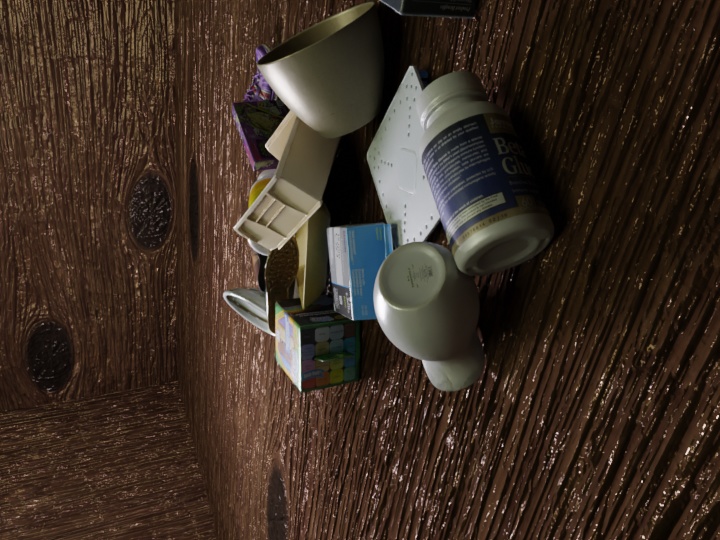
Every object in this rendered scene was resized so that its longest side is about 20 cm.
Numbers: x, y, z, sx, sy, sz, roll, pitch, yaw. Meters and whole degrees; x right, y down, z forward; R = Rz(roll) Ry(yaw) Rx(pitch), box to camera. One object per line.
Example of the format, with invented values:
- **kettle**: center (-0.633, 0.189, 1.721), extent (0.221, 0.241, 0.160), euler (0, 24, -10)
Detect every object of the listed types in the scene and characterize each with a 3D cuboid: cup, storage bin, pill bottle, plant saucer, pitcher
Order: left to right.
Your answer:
- **plant saucer**: center (-0.229, 0.091, 1.591), extent (0.051, 0.198, 0.199), euler (-59, 15, -19)
- **pill bottle**: center (-0.190, -0.132, 1.451), extent (0.203, 0.101, 0.106), euler (-98, 17, -49)
- **storage bin**: center (-0.125, -0.169, 1.186), extent (0.198, 0.092, 0.205), euler (-37, 32, 50)
- **plant saucer**: center (-0.092, -0.058, 1.296), extent (0.201, 0.047, 0.206), euler (-116, 29, -66)
- **cup**: center (-0.039, -0.290, 1.023), extent (0.146, 0.198, 0.199), euler (62, 165, -24)
- **pitcher**: center (0.083, 0.032, 0.817), extent (0.201, 0.118, 0.176), euler (54, -161, -55)
- **pill bottle**: center (0.126, -0.109, 0.737), extent (0.111, 0.108, 0.205), euler (126, 132, -57)

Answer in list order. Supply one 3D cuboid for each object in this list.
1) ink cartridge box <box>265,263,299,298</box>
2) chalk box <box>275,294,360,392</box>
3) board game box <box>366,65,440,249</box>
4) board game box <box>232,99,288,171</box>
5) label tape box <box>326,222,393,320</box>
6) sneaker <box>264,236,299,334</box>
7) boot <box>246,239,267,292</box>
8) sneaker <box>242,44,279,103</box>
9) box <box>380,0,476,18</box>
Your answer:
- **ink cartridge box**: center (-0.149, 0.050, 1.473), extent (0.117, 0.066, 0.205), euler (123, 135, -55)
- **chalk box**: center (-0.074, 0.138, 1.251), extent (0.199, 0.121, 0.128), euler (-145, 53, -62)
- **board game box**: center (0.075, -0.141, 0.955), extent (0.201, 0.025, 0.205), euler (124, 135, -56)
- **board game box**: center (-0.195, -0.291, 1.436), extent (0.033, 0.117, 0.203), euler (110, 146, -44)
- **label tape box**: center (0.000, 0.000, 1.085), extent (0.200, 0.064, 0.148), euler (-166, 70, -76)
- **sneaker**: center (-0.161, 0.016, 1.350), extent (0.090, 0.065, 0.206), euler (-116, 31, -67)
- **boot**: center (-0.255, -0.007, 1.717), extent (0.199, 0.067, 0.194), euler (160, 92, -72)
- **sneaker**: center (-0.226, -0.402, 1.526), extent (0.080, 0.081, 0.207), euler (-144, 53, -59)
- **box**: center (0.076, -0.418, 0.786), extent (0.149, 0.104, 0.205), euler (-127, 38, -49)
